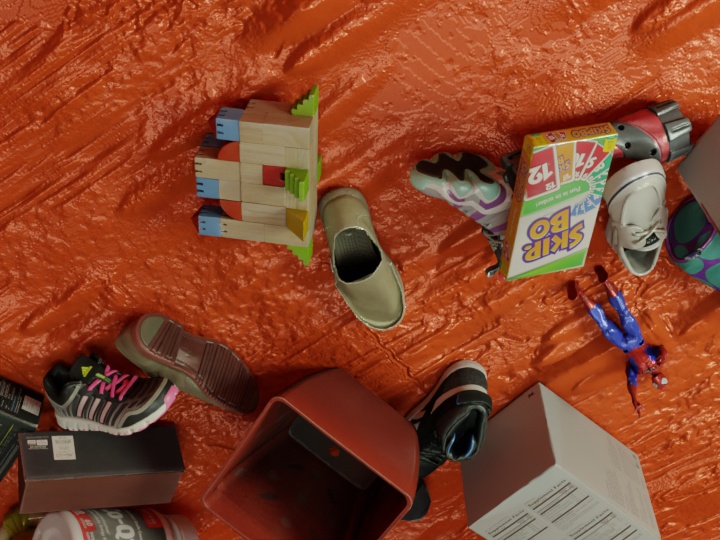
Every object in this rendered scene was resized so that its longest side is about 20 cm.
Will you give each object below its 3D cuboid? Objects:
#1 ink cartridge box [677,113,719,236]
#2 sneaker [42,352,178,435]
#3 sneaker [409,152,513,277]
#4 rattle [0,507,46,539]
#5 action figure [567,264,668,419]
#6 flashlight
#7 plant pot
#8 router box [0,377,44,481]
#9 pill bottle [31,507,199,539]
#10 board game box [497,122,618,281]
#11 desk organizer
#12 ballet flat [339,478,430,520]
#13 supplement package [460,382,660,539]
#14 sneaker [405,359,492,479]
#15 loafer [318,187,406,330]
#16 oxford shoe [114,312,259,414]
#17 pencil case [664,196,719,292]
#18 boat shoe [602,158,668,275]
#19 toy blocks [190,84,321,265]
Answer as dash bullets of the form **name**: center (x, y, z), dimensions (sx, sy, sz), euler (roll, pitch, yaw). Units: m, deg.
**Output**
- **ink cartridge box**: center (0.461, -0.070, 1.349), dimensions (0.199, 0.145, 0.084), euler (14, 126, -28)
- **sneaker**: center (-0.310, 0.144, 1.518), dimensions (0.199, 0.074, 0.088), euler (-6, 125, 36)
- **sneaker**: center (0.145, -0.054, 1.415), dimensions (0.199, 0.078, 0.140), euler (7, 124, -6)
- **rattle**: center (-0.425, 0.424, 1.704), dimensions (0.130, 0.143, 0.201), euler (-9, 121, -18)
- **action figure**: center (0.326, 0.096, 1.521), dimensions (0.065, 0.099, 0.200), euler (-30, 124, 20)
- **flashlight**: center (0.254, -0.120, 1.345), dimensions (0.199, 0.068, 0.068), euler (-23, 129, -10)
- **plant pot**: center (-0.039, 0.237, 1.533), dimensions (0.200, 0.176, 0.200), euler (38, 120, 3)
- **router box**: center (-0.512, 0.210, 1.588), dimensions (0.150, 0.062, 0.200), euler (27, 120, -21)
- **pill bottle**: center (-0.316, 0.367, 1.638), dimensions (0.200, 0.114, 0.114), euler (9, 131, -45)
- **board game box**: center (0.203, -0.063, 1.318), dimensions (0.095, 0.030, 0.200), euler (-10, 138, -16)
- **desk organizer**: center (-0.330, 0.251, 1.582), dimensions (0.199, 0.072, 0.077), euler (1, 137, -25)
- **ballet flat**: center (-0.004, 0.300, 1.670), dimensions (0.199, 0.073, 0.073), euler (-2, 126, -8)
- **supplement package**: center (0.252, 0.282, 1.614), dimensions (0.200, 0.152, 0.151), euler (36, 118, -25)
- **sneaker**: center (0.099, 0.217, 1.586), dimensions (0.073, 0.112, 0.200), euler (18, 123, -14)
- **loafer**: center (0.000, 0.000, 1.453), dimensions (0.075, 0.068, 0.200), euler (-18, 124, 10)
- **oxford shoe**: center (-0.211, 0.117, 1.545), dimensions (0.200, 0.071, 0.075), euler (39, 142, -27)
- **pencil case**: center (0.451, -0.007, 1.456), dimensions (0.200, 0.085, 0.092), euler (27, 147, -21)
- **boat shoe**: center (0.305, -0.052, 1.376), dimensions (0.072, 0.066, 0.200), euler (-20, 155, -5)
- **toy blocks**: center (-0.118, -0.108, 1.367), dimensions (0.136, 0.100, 0.201), euler (7, 126, 6)
